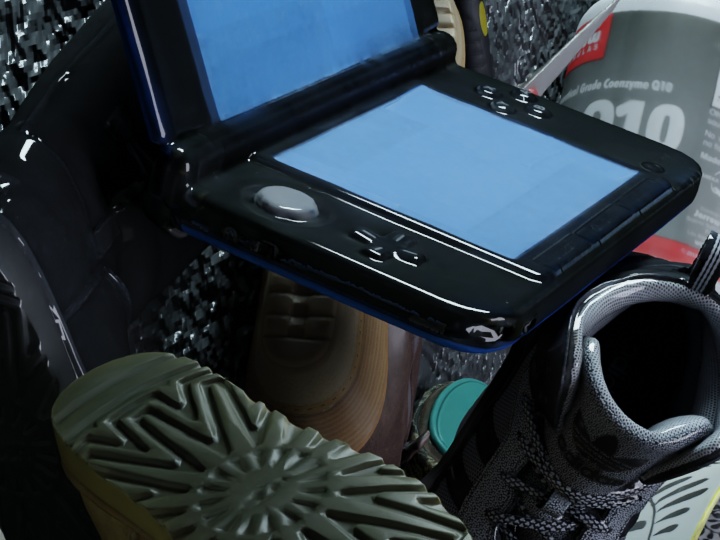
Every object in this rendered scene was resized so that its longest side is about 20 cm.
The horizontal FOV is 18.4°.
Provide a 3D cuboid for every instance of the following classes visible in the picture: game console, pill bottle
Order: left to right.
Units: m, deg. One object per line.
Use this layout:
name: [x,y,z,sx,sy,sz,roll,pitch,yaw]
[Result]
game console: [0.017,-0.079,0.706,0.200,0.170,0.119,-32,141,-59]
pill bottle: [0.154,-0.071,1.122,0.114,0.114,0.201,46,53,-59]

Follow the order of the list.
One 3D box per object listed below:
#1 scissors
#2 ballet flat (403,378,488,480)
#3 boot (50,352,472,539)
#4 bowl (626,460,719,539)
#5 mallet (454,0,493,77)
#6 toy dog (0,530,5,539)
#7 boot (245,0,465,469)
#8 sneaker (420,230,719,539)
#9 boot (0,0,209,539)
scissors: [0.068,-0.075,1.004,0.200,0.014,0.073,-55,145,-23]
ballet flat: [0.037,0.106,0.938,0.068,0.075,0.200,42,11,-13]
boot: [-0.010,0.136,0.616,0.066,0.175,0.201,-25,126,-21]
bowl: [0.108,0.163,0.965,0.201,0.094,0.201,-45,142,-50]
mallet: [0.049,-0.140,0.977,0.066,0.041,0.200,-61,150,-35]
toy dog: [-0.111,0.115,0.510,0.140,0.193,0.200,-56,146,-24]
boot: [0.000,0.000,0.889,0.167,0.072,0.201,78,25,-59]
sneaker: [0.059,0.073,0.705,0.200,0.075,0.114,-61,-178,-14]
boot: [-0.069,-0.001,0.726,0.200,0.065,0.165,-60,148,-50]
